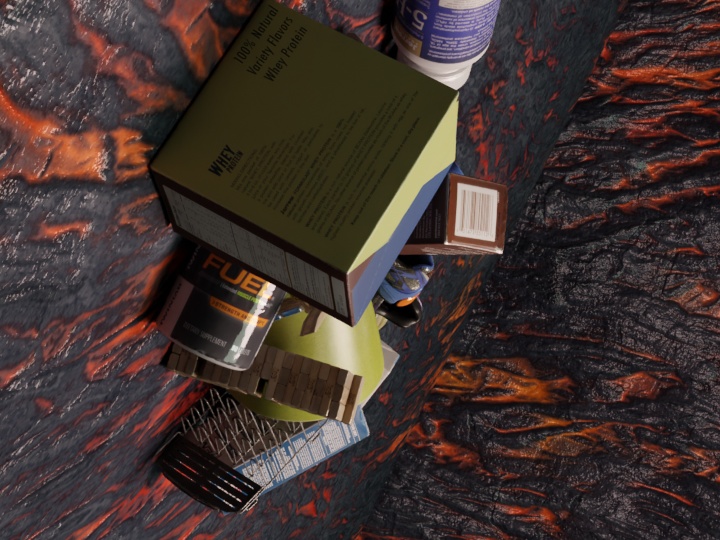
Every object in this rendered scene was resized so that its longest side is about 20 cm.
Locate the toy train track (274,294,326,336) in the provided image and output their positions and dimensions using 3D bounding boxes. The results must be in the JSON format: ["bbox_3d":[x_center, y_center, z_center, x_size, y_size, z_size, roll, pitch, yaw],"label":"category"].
[{"bbox_3d":[-0.065,0.023,1.508,0.199,0.033,0.115,-20,-151,45],"label":"toy train track"}]

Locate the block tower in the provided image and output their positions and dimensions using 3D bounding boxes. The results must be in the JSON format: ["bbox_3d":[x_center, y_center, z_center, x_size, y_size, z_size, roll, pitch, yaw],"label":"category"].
[{"bbox_3d":[-0.099,0.108,1.565,0.058,0.199,0.054,53,52,-77],"label":"block tower"}]

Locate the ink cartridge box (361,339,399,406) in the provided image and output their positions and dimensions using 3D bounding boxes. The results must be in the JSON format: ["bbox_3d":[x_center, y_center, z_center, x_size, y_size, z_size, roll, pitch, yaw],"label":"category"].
[{"bbox_3d":[-0.039,0.178,1.964,0.200,0.067,0.116,-52,178,12],"label":"ink cartridge box"}]

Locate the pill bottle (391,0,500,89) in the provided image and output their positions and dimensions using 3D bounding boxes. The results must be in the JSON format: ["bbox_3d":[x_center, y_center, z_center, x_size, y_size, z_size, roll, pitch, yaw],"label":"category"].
[{"bbox_3d":[0.097,-0.299,1.695,0.120,0.119,0.200,-55,166,-33],"label":"pill bottle"}]

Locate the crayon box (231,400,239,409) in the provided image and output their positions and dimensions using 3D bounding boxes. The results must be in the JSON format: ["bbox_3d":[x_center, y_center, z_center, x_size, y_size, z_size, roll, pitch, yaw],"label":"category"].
[{"bbox_3d":[-0.091,0.137,1.901,0.200,0.058,0.173,-53,174,5],"label":"crayon box"}]

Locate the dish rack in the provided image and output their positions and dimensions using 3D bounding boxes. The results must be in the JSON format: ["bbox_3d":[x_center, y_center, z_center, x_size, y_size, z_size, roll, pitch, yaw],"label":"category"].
[{"bbox_3d":[-0.132,0.178,1.695,0.200,0.153,0.055,-45,143,-28],"label":"dish rack"}]

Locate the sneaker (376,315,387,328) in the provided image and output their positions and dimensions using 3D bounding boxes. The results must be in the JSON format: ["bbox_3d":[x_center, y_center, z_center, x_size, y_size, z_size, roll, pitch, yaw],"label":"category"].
[{"bbox_3d":[-0.010,0.001,1.852,0.088,0.077,0.201,-23,132,-29],"label":"sneaker"}]

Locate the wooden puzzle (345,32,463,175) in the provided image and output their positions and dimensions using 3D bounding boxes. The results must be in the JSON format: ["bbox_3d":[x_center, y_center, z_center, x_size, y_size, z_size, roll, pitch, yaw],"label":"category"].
[{"bbox_3d":[0.058,-0.144,1.600,0.046,0.186,0.200,-30,136,-4],"label":"wooden puzzle"}]

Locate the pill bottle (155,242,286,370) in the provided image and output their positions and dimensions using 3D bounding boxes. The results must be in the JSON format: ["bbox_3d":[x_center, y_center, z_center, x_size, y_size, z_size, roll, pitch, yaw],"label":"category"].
[{"bbox_3d":[-0.114,-0.012,1.465,0.201,0.106,0.106,-64,168,4],"label":"pill bottle"}]

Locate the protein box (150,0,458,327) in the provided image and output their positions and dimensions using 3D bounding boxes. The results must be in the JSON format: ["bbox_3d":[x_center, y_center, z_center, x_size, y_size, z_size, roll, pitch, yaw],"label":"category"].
[{"bbox_3d":[-0.045,-0.096,1.335,0.199,0.199,0.135,-58,167,-18],"label":"protein box"}]

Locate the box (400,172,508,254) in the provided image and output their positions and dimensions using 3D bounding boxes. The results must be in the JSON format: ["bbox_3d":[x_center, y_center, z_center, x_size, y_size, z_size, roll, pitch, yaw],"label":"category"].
[{"bbox_3d":[0.038,-0.054,1.496,0.100,0.199,0.076,7,86,-48],"label":"box"}]

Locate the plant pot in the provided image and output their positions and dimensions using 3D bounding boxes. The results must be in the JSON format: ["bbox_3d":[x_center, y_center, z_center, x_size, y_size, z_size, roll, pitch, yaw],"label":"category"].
[{"bbox_3d":[-0.067,0.030,1.647,0.187,0.186,0.201,-51,149,-44],"label":"plant pot"}]

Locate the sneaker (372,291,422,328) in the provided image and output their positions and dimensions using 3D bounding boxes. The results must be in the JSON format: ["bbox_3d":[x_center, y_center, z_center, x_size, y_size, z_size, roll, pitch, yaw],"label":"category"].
[{"bbox_3d":[0.000,0.000,1.758,0.076,0.199,0.088,-50,-147,17],"label":"sneaker"}]

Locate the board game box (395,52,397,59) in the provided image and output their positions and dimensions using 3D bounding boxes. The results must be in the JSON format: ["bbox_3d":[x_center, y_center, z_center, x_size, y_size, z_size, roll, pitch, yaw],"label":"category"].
[{"bbox_3d":[0.062,-0.164,1.801,0.135,0.034,0.201,106,-17,-45],"label":"board game box"}]

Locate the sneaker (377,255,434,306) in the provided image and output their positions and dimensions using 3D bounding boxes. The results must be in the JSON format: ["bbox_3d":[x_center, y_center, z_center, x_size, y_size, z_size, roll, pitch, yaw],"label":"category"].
[{"bbox_3d":[0.010,-0.051,1.709,0.078,0.200,0.075,-37,-165,46],"label":"sneaker"}]

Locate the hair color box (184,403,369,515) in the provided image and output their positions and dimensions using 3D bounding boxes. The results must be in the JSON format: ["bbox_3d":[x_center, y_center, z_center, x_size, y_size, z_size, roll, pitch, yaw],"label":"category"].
[{"bbox_3d":[-0.101,0.195,1.762,0.199,0.100,0.061,-27,127,-13],"label":"hair color box"}]
